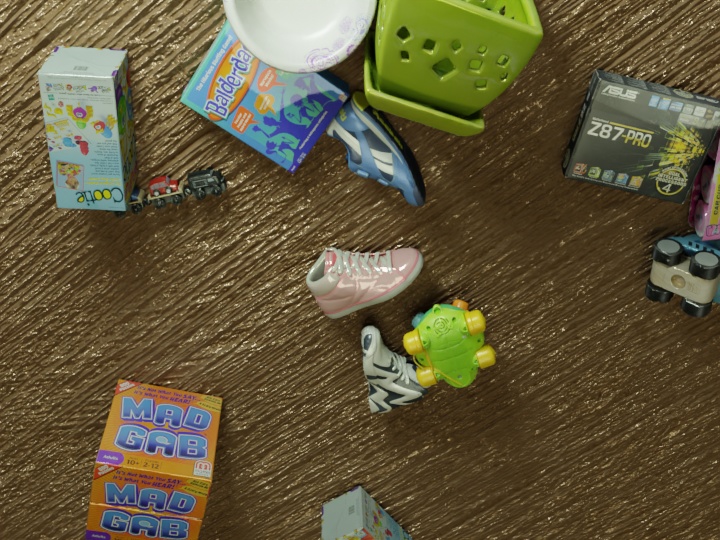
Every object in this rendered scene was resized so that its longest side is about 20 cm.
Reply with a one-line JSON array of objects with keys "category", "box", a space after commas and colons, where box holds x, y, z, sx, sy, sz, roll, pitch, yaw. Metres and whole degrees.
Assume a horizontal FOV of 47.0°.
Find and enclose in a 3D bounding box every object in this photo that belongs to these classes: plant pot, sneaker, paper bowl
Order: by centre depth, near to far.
[{"category": "paper bowl", "box": [-0.079, -0.368, 1.076, 0.195, 0.105, 0.205, -2, 115, -5]}, {"category": "plant pot", "box": [0.104, -0.305, 1.087, 0.196, 0.201, 0.184, 14, 130, -13]}, {"category": "sneaker", "box": [0.027, -0.171, 1.246, 0.081, 0.074, 0.201, -32, 112, 20]}, {"category": "sneaker", "box": [0.000, 0.000, 1.353, 0.197, 0.076, 0.105, -26, 127, 19]}, {"category": "sneaker", "box": [0.070, 0.171, 1.471, 0.126, 0.080, 0.203, -8, 124, 1]}]

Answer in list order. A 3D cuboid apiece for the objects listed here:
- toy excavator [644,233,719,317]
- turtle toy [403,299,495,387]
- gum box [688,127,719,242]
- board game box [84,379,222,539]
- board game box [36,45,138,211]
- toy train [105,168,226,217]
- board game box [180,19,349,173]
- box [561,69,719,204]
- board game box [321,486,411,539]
[{"category": "toy excavator", "box": [0.595, -0.013, 1.366, 0.192, 0.199, 0.102, 25, 135, 35]}, {"category": "turtle toy", "box": [0.156, 0.132, 1.435, 0.143, 0.102, 0.203, -18, 124, 7]}, {"category": "gum box", "box": [0.588, -0.144, 1.291, 0.111, 0.067, 0.204, -6, 124, 0]}, {"category": "board game box", "box": [-0.370, 0.355, 1.499, 0.195, 0.202, 0.203, 11, 124, -11]}, {"category": "board game box", "box": [-0.383, -0.201, 1.183, 0.102, 0.104, 0.204, 2, 124, -5]}, {"category": "toy train", "box": [-0.305, -0.123, 1.282, 0.195, 0.034, 0.047, -12, 121, 5]}, {"category": "board game box", "box": [-0.137, -0.256, 1.193, 0.198, 0.045, 0.153, 30, 117, -20]}, {"category": "box", "box": [0.421, -0.199, 1.246, 0.195, 0.049, 0.164, 13, 122, -2]}, {"category": "board game box", "box": [0.016, 0.560, 1.705, 0.102, 0.106, 0.201, -30, 120, 17]}]
